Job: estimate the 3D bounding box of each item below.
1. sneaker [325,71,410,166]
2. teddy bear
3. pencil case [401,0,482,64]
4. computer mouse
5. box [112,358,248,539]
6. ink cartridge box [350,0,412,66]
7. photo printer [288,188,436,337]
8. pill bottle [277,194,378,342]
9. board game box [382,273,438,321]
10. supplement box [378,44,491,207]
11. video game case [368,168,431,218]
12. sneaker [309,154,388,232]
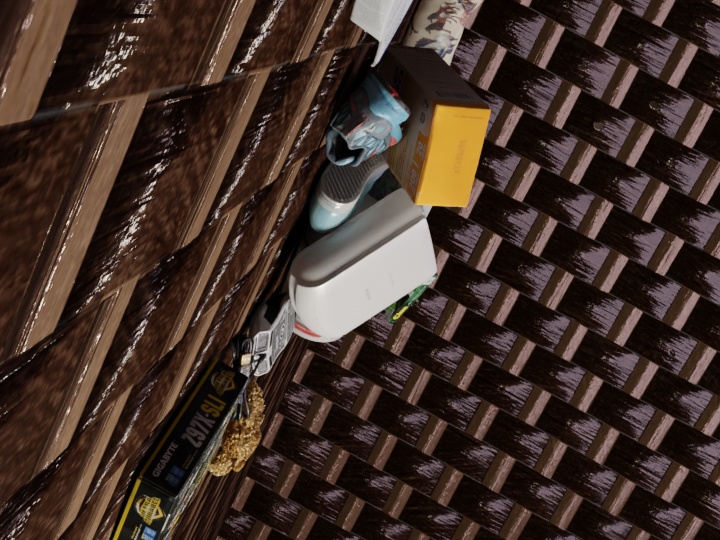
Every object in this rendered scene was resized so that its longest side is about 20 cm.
[{"bbox_3d":[-0.006,-0.162,1.220,0.095,0.080,0.200,-40,177,-5],"label":"sneaker"},{"bbox_3d":[-0.192,0.237,1.653,0.146,0.066,0.200,-54,-172,19],"label":"teddy bear"},{"bbox_3d":[0.110,-0.334,1.565,0.202,0.088,0.078,-65,177,28],"label":"pencil case"},{"bbox_3d":[-0.128,0.092,1.361,0.201,0.043,0.111,-60,157,-59],"label":"computer mouse"},{"bbox_3d":[-0.195,0.213,1.152,0.161,0.049,0.201,-62,180,36],"label":"box"},{"bbox_3d":[0.053,-0.309,0.940,0.202,0.040,0.200,-63,179,-23],"label":"ink cartridge box"},{"bbox_3d":[0.000,0.000,1.402,0.198,0.070,0.167,-32,152,-8],"label":"photo printer"},{"bbox_3d":[-0.037,-0.008,1.530,0.202,0.115,0.116,-64,178,32],"label":"pill bottle"},{"bbox_3d":[0.034,-0.038,1.558,0.023,0.202,0.105,7,136,-45],"label":"board game box"},{"bbox_3d":[0.076,-0.178,1.305,0.201,0.072,0.128,-120,-144,-56],"label":"supplement box"},{"bbox_3d":[0.055,-0.163,1.486,0.022,0.183,0.202,-7,138,-34],"label":"video game case"},{"bbox_3d":[-0.017,-0.120,1.398,0.200,0.074,0.082,-49,176,-48],"label":"sneaker"}]
